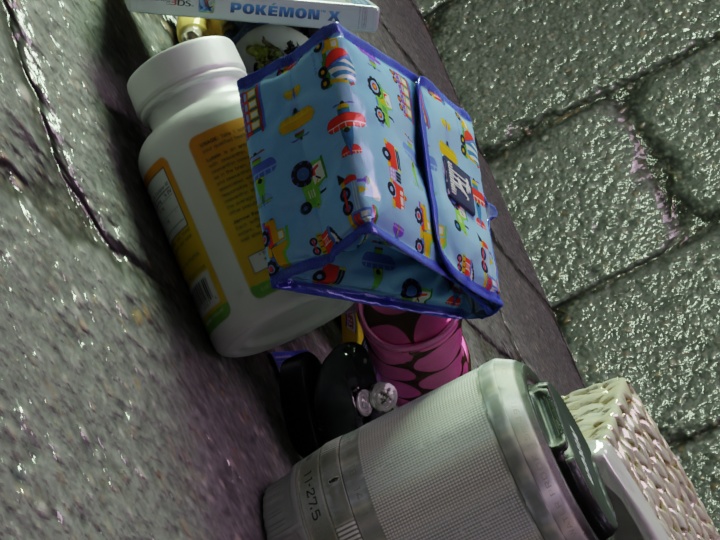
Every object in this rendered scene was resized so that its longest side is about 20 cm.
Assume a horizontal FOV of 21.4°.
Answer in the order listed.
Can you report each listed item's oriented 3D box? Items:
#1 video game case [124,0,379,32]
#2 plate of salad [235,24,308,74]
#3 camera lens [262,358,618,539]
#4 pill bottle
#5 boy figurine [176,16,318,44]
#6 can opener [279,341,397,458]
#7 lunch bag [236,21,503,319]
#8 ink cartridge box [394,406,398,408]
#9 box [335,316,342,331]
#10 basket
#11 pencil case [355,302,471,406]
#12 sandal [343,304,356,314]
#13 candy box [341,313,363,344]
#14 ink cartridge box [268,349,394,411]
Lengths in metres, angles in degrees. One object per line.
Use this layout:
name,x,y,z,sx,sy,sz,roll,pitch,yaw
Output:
video game case,-0.091,-0.211,1.439,0.200,0.180,0.022,-122,-143,-71
plate of salad,-0.063,-0.078,1.396,0.048,0.200,0.202,-11,69,-33
camera lens,0.056,0.163,1.238,0.161,0.199,0.160,59,11,-19
pill bottle,-0.086,-0.053,1.306,0.202,0.110,0.111,66,10,12
boy figurine,-0.100,-0.200,1.568,0.199,0.123,0.065,22,-57,52
can opener,0.006,0.148,1.366,0.063,0.078,0.202,-24,98,-42
lunch bag,0.024,-0.053,1.274,0.199,0.094,0.152,18,54,-48
ink cartridge box,0.097,0.150,1.685,0.201,0.044,0.176,62,22,-5
box,0.020,0.045,1.776,0.201,0.049,0.161,60,13,-18
basket,0.193,0.205,1.534,0.201,0.135,0.124,58,31,-18
pencil case,0.039,0.042,1.420,0.200,0.090,0.095,81,15,-73
sandal,0.000,0.000,1.532,0.199,0.075,0.049,-10,108,-44
candy box,0.025,-0.019,1.614,0.026,0.102,0.201,33,-36,30
ink cartridge box,0.011,0.135,1.457,0.201,0.042,0.119,54,11,9
